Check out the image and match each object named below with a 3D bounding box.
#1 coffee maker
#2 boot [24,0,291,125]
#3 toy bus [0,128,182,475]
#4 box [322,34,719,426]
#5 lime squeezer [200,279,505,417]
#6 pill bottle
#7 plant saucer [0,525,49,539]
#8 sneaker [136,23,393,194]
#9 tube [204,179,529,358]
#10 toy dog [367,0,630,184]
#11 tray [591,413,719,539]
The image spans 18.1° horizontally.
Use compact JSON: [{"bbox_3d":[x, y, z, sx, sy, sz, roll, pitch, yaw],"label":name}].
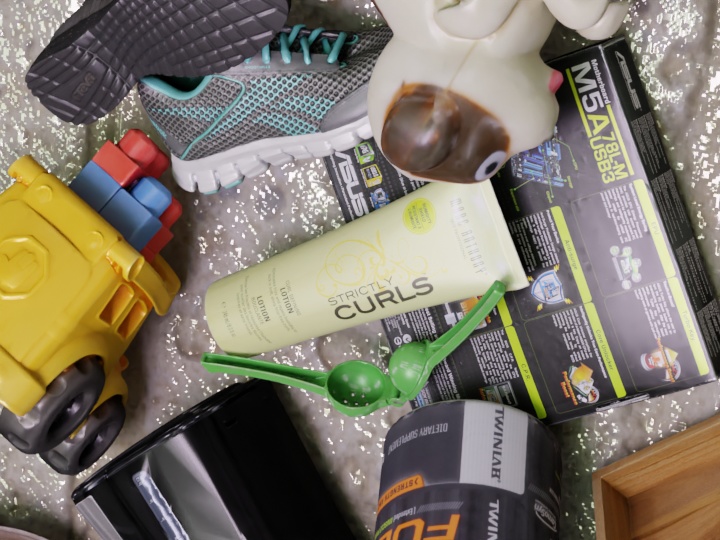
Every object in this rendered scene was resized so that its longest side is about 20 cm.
[{"bbox_3d":[-0.052,0.169,1.387,0.192,0.135,0.201,-31,90,5],"label":"coffee maker"},{"bbox_3d":[-0.104,-0.169,1.296,0.199,0.132,0.070,-14,129,39],"label":"boot"},{"bbox_3d":[-0.175,0.008,1.388,0.136,0.200,0.192,39,83,15],"label":"toy bus"},{"bbox_3d":[0.094,-0.011,1.302,0.192,0.047,0.201,-19,94,27],"label":"box"},{"bbox_3d":[0.010,0.049,1.308,0.199,0.038,0.071,-14,117,29],"label":"lime squeezer"},{"bbox_3d":[0.057,0.181,1.260,0.106,0.201,0.106,4,144,3],"label":"pill bottle"},{"bbox_3d":[-0.254,0.258,1.500,0.199,0.032,0.201,-3,106,-10],"label":"plant saucer"},{"bbox_3d":[-0.047,-0.112,1.311,0.199,0.078,0.091,-20,123,27],"label":"sneaker"},{"bbox_3d":[0.000,0.000,1.302,0.199,0.052,0.058,-19,133,31],"label":"tube"},{"bbox_3d":[0.047,-0.145,1.200,0.193,0.140,0.201,-6,93,2],"label":"toy dog"},{"bbox_3d":[0.221,0.121,1.246,0.200,0.099,0.037,-29,132,30],"label":"tray"}]
